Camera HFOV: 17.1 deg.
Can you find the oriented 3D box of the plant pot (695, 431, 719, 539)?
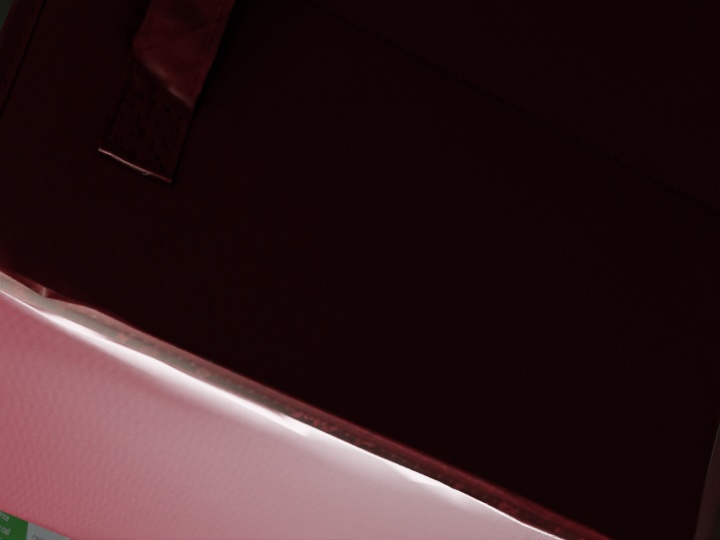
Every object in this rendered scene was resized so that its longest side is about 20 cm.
[{"bbox_3d":[0.047,0.045,0.791,0.199,0.175,0.200,24,168,5],"label":"plant pot"}]

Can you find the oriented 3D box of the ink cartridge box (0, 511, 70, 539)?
[{"bbox_3d":[-0.144,0.034,1.079,0.083,0.201,0.147,15,165,30],"label":"ink cartridge box"}]

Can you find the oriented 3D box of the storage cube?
[{"bbox_3d":[-0.019,-0.025,0.573,0.179,0.172,0.200,25,158,-17],"label":"storage cube"}]

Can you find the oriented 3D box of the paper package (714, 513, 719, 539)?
[{"bbox_3d":[0.133,0.115,0.955,0.199,0.104,0.191,4,163,13],"label":"paper package"}]
